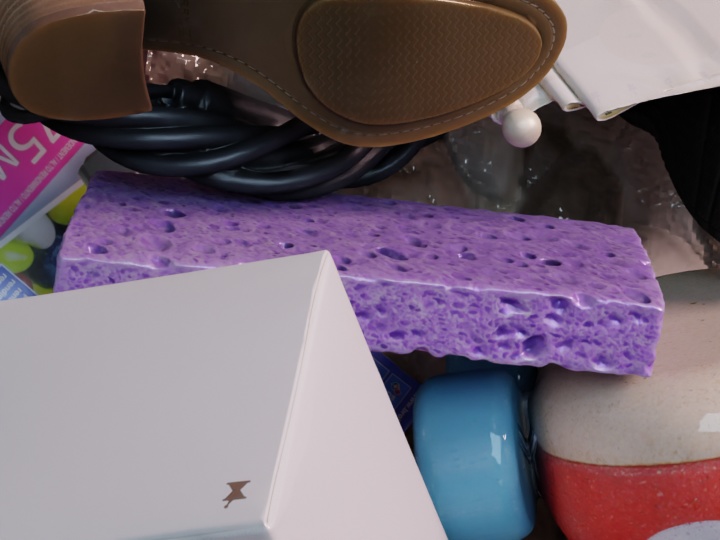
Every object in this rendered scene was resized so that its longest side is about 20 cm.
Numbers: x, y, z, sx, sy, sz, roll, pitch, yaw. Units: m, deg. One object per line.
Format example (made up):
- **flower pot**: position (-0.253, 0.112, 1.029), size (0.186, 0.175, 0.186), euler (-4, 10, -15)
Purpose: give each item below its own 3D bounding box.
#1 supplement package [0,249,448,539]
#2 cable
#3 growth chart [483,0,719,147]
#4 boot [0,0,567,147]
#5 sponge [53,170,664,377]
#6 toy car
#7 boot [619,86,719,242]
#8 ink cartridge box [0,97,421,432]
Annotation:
- **supplement package**: position (-0.041, 0.112, 0.770), size (0.120, 0.201, 0.120), euler (-8, 39, 18)
- **cable**: position (-0.051, -0.083, 0.895), size (0.163, 0.051, 0.200), euler (40, 42, 12)
- **growth chart**: position (0.116, -0.100, 0.888), size (0.198, 0.018, 0.145), euler (-10, 41, -8)
- **boot**: position (-0.037, -0.119, 0.837), size (0.198, 0.074, 0.155), euler (1, 41, -17)
- **sponge**: position (0.000, 0.000, 0.830), size (0.198, 0.112, 0.030), euler (6, 105, -2)
- **toy car**: position (0.131, 0.110, 0.880), size (0.183, 0.177, 0.202), euler (-8, 103, 11)
- **boot**: position (0.187, -0.061, 0.950), size (0.149, 0.200, 0.074), euler (3, 114, -23)
- **ink cartridge box**: position (-0.075, 0.020, 0.902), size (0.200, 0.042, 0.120), euler (42, 67, -5)
